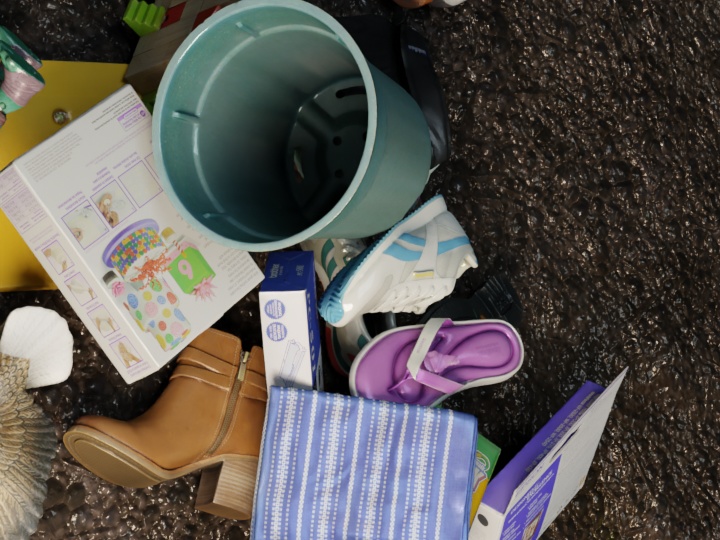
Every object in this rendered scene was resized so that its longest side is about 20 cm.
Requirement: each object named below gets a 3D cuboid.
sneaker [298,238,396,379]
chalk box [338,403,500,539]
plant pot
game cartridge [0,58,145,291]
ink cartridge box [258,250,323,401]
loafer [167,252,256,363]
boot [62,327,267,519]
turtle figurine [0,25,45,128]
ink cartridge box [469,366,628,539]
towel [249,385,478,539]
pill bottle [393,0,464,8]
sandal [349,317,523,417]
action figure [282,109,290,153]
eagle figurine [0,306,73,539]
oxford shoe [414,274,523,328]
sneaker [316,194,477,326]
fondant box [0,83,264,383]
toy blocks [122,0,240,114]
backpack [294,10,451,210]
[{"bbox_3d":[0.000,0.001,1.534,0.070,0.093,0.202,-8,84,-37],"label":"sneaker"},{"bbox_3d":[0.036,0.190,1.489,0.123,0.124,0.201,36,61,-18],"label":"chalk box"},{"bbox_3d":[-0.041,-0.108,1.349,0.196,0.199,0.202,12,69,-67],"label":"plant pot"},{"bbox_3d":[-0.263,-0.084,1.408,0.175,0.032,0.202,-2,82,-36],"label":"game cartridge"},{"bbox_3d":[-0.058,0.093,1.420,0.044,0.094,0.202,-2,111,4],"label":"ink cartridge box"},{"bbox_3d":[-0.141,0.000,1.427,0.068,0.071,0.201,26,46,7],"label":"loafer"},{"bbox_3d":[-0.157,0.116,1.404,0.199,0.077,0.157,22,64,-27],"label":"boot"},{"bbox_3d":[-0.339,-0.103,1.303,0.200,0.150,0.101,-45,132,5],"label":"turtle figurine"},{"bbox_3d":[0.173,0.199,1.558,0.043,0.201,0.198,34,52,20],"label":"ink cartridge box"},{"bbox_3d":[0.007,0.182,1.375,0.198,0.024,0.146,10,83,-22],"label":"towel"},{"bbox_3d":[0.108,-0.342,1.689,0.200,0.106,0.107,-35,99,-36],"label":"pill bottle"},{"bbox_3d":[0.073,0.077,1.446,0.202,0.050,0.083,-18,78,-38],"label":"sandal"},{"bbox_3d":[-0.151,-0.088,1.429,0.199,0.055,0.119,-33,129,-29],"label":"action figure"},{"bbox_3d":[-0.310,0.123,1.248,0.150,0.200,0.152,6,117,-2],"label":"eagle figurine"},{"bbox_3d":[0.088,0.067,1.567,0.073,0.084,0.200,62,29,4],"label":"oxford shoe"},{"bbox_3d":[0.039,0.003,1.455,0.081,0.076,0.200,54,45,-1],"label":"sneaker"},{"bbox_3d":[-0.190,-0.031,1.317,0.201,0.058,0.144,55,48,-7],"label":"fondant box"},{"bbox_3d":[-0.128,-0.232,1.453,0.100,0.136,0.201,44,47,-35],"label":"toy blocks"},{"bbox_3d":[0.000,-0.143,1.529,0.166,0.127,0.201,-9,59,-30],"label":"backpack"}]
